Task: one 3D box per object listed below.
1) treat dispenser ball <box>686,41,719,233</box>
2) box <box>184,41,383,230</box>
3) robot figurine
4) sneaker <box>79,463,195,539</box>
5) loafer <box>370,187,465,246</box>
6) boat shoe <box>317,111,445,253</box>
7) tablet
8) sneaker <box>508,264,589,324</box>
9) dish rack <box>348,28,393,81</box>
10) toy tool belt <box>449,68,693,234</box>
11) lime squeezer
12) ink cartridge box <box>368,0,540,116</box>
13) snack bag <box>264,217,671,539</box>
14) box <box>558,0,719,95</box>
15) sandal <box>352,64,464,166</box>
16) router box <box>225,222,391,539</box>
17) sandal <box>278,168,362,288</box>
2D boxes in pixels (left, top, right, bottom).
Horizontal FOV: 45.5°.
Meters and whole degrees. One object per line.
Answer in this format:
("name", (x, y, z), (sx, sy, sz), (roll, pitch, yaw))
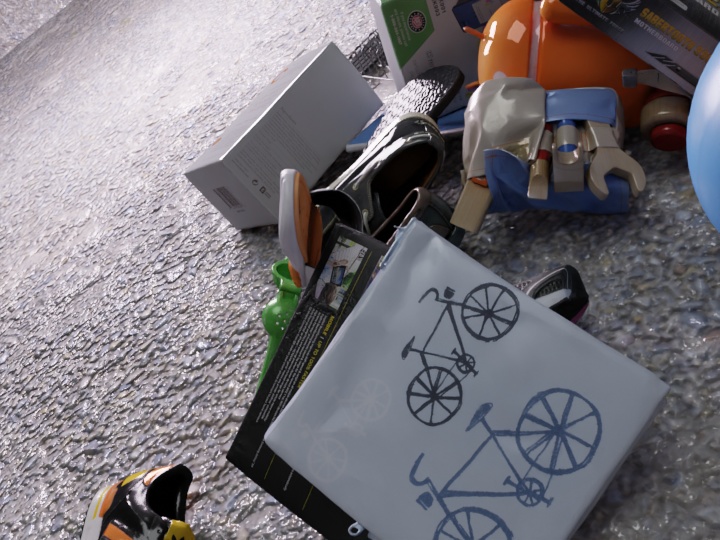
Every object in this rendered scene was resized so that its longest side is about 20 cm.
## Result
("treat dispenser ball", (0.304, -0.085, 0.519), (0.200, 0.201, 0.201), (-23, 37, 18))
("box", (-0.089, -0.153, 0.998), (0.200, 0.098, 0.124), (-52, 22, -21))
("robot figurine", (0.193, -0.186, 0.776), (0.199, 0.117, 0.144), (4, 15, 10))
("sneaker", (-0.172, 0.232, 0.664), (0.090, 0.070, 0.200), (-30, 33, 14))
("loafer", (0.000, 0.000, 0.773), (0.200, 0.063, 0.072), (-40, 38, 12))
("boat shoe", (0.007, -0.056, 0.809), (0.200, 0.072, 0.068), (-51, 29, 19))
("tablet", (0.091, -0.170, 0.940), (0.199, 0.014, 0.130), (-2, 32, 37))
("sneaker", (0.069, 0.032, 0.659), (0.199, 0.080, 0.087), (-23, 67, 16))
("dish rack", (0.063, -0.303, 1.106), (0.153, 0.055, 0.200), (-46, 36, -15))
("toy tool belt", (0.177, -0.084, 0.715), (0.199, 0.125, 0.123), (1, 65, 19))
("lime squeezer", (-0.067, 0.027, 0.786), (0.038, 0.071, 0.201), (7, 65, 1))
("ink cartridge box", (0.122, -0.265, 0.903), (0.199, 0.146, 0.088), (-22, 37, 0))
("snack bag", (0.057, 0.095, 0.542), (0.200, 0.021, 0.189), (34, 92, 16))
("box", (0.270, -0.208, 0.686), (0.159, 0.200, 0.048), (-55, 1, -42))
("sandal", (0.038, -0.119, 0.862), (0.200, 0.045, 0.075), (-53, 31, 15))
("router box", (0.003, 0.084, 0.618), (0.149, 0.051, 0.201), (27, 92, 38))
("sandal", (-0.028, -0.029, 0.693), (0.059, 0.207, 0.080), (2, 83, 2))
